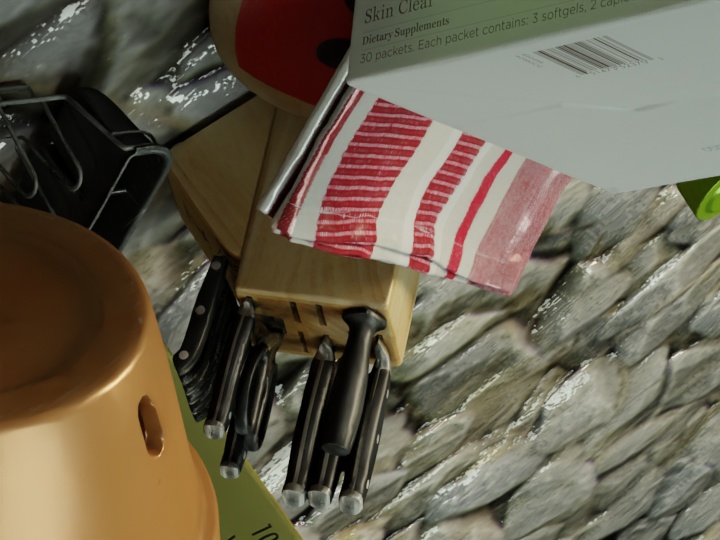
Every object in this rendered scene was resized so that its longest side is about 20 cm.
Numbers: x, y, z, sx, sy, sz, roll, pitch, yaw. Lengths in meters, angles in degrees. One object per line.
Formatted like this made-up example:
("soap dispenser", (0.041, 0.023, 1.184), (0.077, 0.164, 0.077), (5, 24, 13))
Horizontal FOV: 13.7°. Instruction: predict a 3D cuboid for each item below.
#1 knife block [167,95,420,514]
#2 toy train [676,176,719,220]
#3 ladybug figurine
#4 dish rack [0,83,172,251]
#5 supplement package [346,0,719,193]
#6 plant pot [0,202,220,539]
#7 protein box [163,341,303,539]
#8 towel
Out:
("knife block", (0.000, 0.000, 1.312), (0.200, 0.176, 0.064), (-33, 156, -10))
("toy train", (0.144, -0.072, 1.447), (0.200, 0.116, 0.085), (-2, 138, -52))
("ladybug figurine", (0.009, -0.131, 1.223), (0.135, 0.072, 0.200), (-22, 151, -29))
("dish rack", (-0.188, -0.005, 1.202), (0.199, 0.055, 0.154), (-10, 143, -44))
("supplement package", (0.121, -0.112, 1.085), (0.199, 0.111, 0.155), (-10, 158, 44))
("plant pot", (-0.148, 0.069, 1.121), (0.199, 0.200, 0.141), (-21, 135, -30))
("protein box", (-0.125, 0.173, 1.416), (0.200, 0.199, 0.135), (-33, 155, -10))
("towel", (0.047, -0.063, 1.240), (0.200, 0.023, 0.144), (13, 110, -59))
